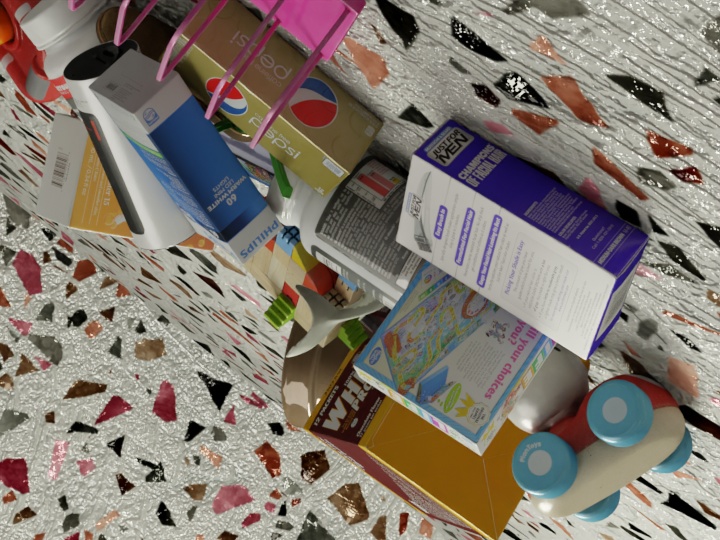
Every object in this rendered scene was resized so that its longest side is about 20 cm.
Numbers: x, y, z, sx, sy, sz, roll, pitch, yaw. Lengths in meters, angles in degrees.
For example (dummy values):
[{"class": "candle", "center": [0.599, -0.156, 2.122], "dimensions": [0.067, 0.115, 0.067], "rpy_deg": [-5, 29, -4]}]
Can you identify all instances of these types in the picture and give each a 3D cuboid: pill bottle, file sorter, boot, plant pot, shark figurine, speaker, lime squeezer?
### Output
[{"class": "pill bottle", "center": [-0.256, -0.203, 1.548], "dimensions": [0.201, 0.114, 0.114], "rpy_deg": [53, 161, -21]}, {"class": "file sorter", "center": [-0.121, -0.210, 1.187], "dimensions": [0.199, 0.126, 0.139], "rpy_deg": [38, 167, -5]}, {"class": "boot", "center": [-0.168, -0.210, 1.475], "dimensions": [0.199, 0.074, 0.075], "rpy_deg": [32, 153, -8]}, {"class": "pill bottle", "center": [0.013, -0.043, 1.436], "dimensions": [0.199, 0.116, 0.116], "rpy_deg": [34, 167, 14]}, {"class": "plant pot", "center": [0.013, 0.123, 1.916], "dimensions": [0.172, 0.202, 0.201], "rpy_deg": [12, 160, 16]}, {"class": "shark figurine", "center": [0.007, 0.016, 1.521], "dimensions": [0.127, 0.216, 0.090], "rpy_deg": [20, 134, 2]}, {"class": "speaker", "center": [-0.221, -0.125, 1.472], "dimensions": [0.081, 0.081, 0.202], "rpy_deg": [22, 140, 46]}, {"class": "lime squeezer", "center": [-0.105, -0.130, 1.438], "dimensions": [0.037, 0.072, 0.199], "rpy_deg": [-3, -161, -34]}]

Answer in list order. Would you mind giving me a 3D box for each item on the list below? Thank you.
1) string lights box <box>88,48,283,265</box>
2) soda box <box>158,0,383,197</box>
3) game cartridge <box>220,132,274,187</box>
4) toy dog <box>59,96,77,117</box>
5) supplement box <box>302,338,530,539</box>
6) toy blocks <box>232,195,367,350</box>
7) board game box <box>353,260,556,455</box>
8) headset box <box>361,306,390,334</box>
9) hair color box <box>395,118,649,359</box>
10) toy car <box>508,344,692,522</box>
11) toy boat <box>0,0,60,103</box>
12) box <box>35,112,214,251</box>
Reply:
[{"class": "string lights box", "center": [-0.163, -0.105, 1.404], "dimensions": [0.102, 0.059, 0.201], "rpy_deg": [32, 161, 50]}, {"class": "soda box", "center": [-0.081, -0.162, 1.351], "dimensions": [0.199, 0.068, 0.064], "rpy_deg": [40, 151, -9]}, {"class": "game cartridge", "center": [-0.118, -0.137, 1.645], "dimensions": [0.199, 0.038, 0.130], "rpy_deg": [28, 160, 33]}, {"class": "toy dog", "center": [-0.345, -0.237, 1.742], "dimensions": [0.199, 0.097, 0.132], "rpy_deg": [18, 156, 53]}, {"class": "supplement box", "center": [0.073, 0.188, 1.706], "dimensions": [0.197, 0.134, 0.200], "rpy_deg": [37, 167, -18]}, {"class": "toy blocks", "center": [-0.065, -0.012, 1.661], "dimensions": [0.200, 0.100, 0.137], "rpy_deg": [44, 150, 15]}, {"class": "board game box", "center": [0.104, 0.041, 1.301], "dimensions": [0.134, 0.201, 0.034], "rpy_deg": [31, 166, 23]}, {"class": "headset box", "center": [0.086, 0.068, 1.719], "dimensions": [0.149, 0.078, 0.199], "rpy_deg": [43, 164, -25]}, {"class": "hair color box", "center": [0.130, -0.027, 1.234], "dimensions": [0.199, 0.065, 0.110], "rpy_deg": [32, 142, 17]}, {"class": "toy car", "center": [0.214, 0.129, 1.519], "dimensions": [0.184, 0.176, 0.201], "rpy_deg": [32, -155, -59]}, {"class": "toy boat", "center": [-0.403, -0.267, 1.618], "dimensions": [0.201, 0.130, 0.131], "rpy_deg": [54, 148, 9]}, {"class": "box", "center": [-0.268, -0.104, 1.769], "dimensions": [0.198, 0.126, 0.097], "rpy_deg": [9, -174, -38]}]
